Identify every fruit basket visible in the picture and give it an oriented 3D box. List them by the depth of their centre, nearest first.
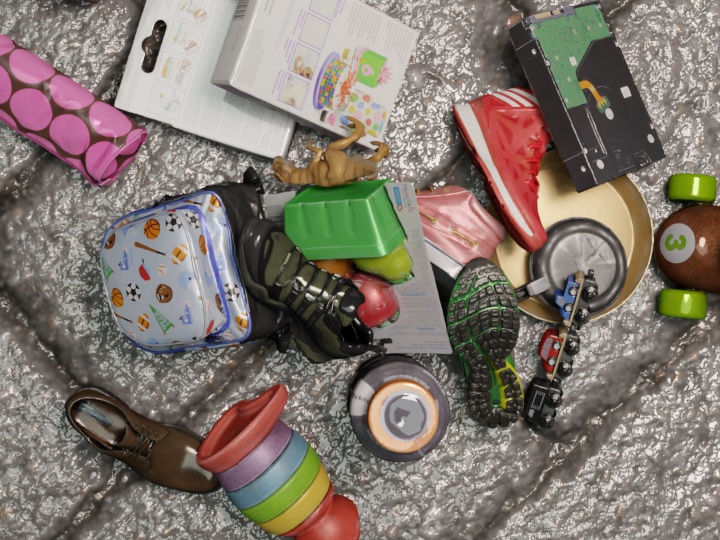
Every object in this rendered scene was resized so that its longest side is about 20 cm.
[{"bbox_3d":[0.000,0.000,1.208,0.185,0.094,0.201,-3,120,30],"label":"fruit basket"}]

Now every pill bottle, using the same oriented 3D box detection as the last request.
[{"bbox_3d":[0.039,0.146,1.188,0.106,0.200,0.107,0,89,-2],"label":"pill bottle"}]

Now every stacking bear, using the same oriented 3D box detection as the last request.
[{"bbox_3d":[-0.077,0.244,1.230,0.200,0.121,0.114,49,47,-13],"label":"stacking bear"}]

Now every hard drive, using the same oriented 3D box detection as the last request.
[{"bbox_3d":[0.255,-0.198,1.246,0.139,0.038,0.201,-22,89,-39],"label":"hard drive"}]

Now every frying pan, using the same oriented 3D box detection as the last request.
[{"bbox_3d":[0.213,-0.003,1.259,0.189,0.031,0.115,-2,89,-5],"label":"frying pan"}]

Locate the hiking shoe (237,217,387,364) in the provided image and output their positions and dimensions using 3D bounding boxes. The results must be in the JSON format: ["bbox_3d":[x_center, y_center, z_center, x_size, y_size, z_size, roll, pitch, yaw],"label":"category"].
[{"bbox_3d":[-0.045,0.017,1.135,0.100,0.200,0.076,-5,46,34],"label":"hiking shoe"}]

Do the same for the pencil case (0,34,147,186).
[{"bbox_3d":[-0.343,-0.172,1.236,0.200,0.091,0.094,33,88,-3],"label":"pencil case"}]

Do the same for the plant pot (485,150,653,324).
[{"bbox_3d":[0.238,-0.039,1.285,0.199,0.027,0.201,0,89,-1],"label":"plant pot"}]

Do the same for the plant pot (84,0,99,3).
[{"bbox_3d":[-0.330,-0.388,1.204,0.173,0.200,0.200,32,88,-19],"label":"plant pot"}]

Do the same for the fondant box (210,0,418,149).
[{"bbox_3d":[-0.048,-0.234,1.217,0.200,0.058,0.145,20,88,-31],"label":"fondant box"}]

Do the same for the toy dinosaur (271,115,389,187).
[{"bbox_3d":[-0.013,-0.108,1.164,0.106,0.200,0.060,-50,120,-26],"label":"toy dinosaur"}]

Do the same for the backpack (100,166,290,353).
[{"bbox_3d":[-0.190,0.007,1.192,0.190,0.154,0.201,-13,87,39],"label":"backpack"}]

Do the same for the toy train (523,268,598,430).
[{"bbox_3d":[0.223,0.088,1.250,0.046,0.034,0.201,17,111,7],"label":"toy train"}]

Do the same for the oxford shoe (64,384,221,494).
[{"bbox_3d":[-0.243,0.198,1.236,0.199,0.084,0.073,26,87,-3],"label":"oxford shoe"}]

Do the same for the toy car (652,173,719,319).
[{"bbox_3d":[0.419,-0.025,1.205,0.157,0.200,0.165,5,89,-2],"label":"toy car"}]

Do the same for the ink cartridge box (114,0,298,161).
[{"bbox_3d":[-0.158,-0.228,1.264,0.199,0.057,0.163,17,89,2],"label":"ink cartridge box"}]

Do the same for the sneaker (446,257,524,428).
[{"bbox_3d":[0.133,0.073,1.224,0.078,0.085,0.201,-7,119,0],"label":"sneaker"}]

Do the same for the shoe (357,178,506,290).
[{"bbox_3d":[0.065,-0.065,1.253,0.200,0.072,0.091,36,77,13],"label":"shoe"}]

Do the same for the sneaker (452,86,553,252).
[{"bbox_3d":[0.188,-0.125,1.231,0.115,0.078,0.201,-24,69,2],"label":"sneaker"}]
